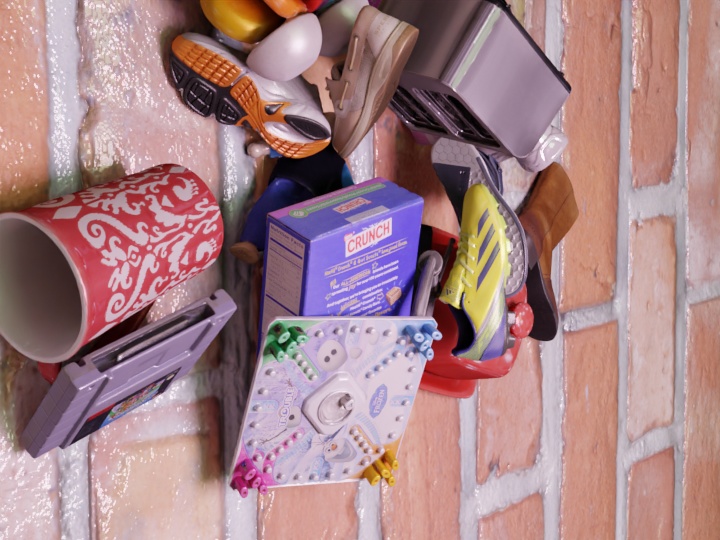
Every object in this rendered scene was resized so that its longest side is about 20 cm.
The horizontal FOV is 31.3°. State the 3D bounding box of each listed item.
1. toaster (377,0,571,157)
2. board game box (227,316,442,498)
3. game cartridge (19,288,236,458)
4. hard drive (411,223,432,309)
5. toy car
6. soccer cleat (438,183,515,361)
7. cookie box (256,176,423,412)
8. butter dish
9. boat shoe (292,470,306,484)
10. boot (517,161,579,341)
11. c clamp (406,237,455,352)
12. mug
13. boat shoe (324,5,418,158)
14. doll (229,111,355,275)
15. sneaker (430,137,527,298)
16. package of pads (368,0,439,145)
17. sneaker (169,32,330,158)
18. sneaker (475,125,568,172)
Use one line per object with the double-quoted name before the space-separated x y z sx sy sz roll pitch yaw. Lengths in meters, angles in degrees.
"toaster" 0.105 -0.223 1.396 0.200 0.180 0.120 40 76 -43
"board game box" -0.024 0.142 1.320 0.198 0.026 0.202 1 117 -31
"game cartridge" -0.211 0.095 1.179 0.038 0.130 0.199 47 42 14
"hard drive" 0.000 0.000 1.477 0.198 0.033 0.142 13 82 -42
"toy car" -0.065 -0.301 1.268 0.176 0.150 0.199 54 43 2
"soccer cleat" 0.128 0.005 1.451 0.082 0.065 0.203 -7 99 -9
"cookie box" -0.022 0.022 1.345 0.170 0.075 0.203 -21 128 -42
"butter dish" 0.148 0.057 1.602 0.199 0.146 0.202 20 76 -50
"boat shoe" -0.049 0.151 1.429 0.071 0.062 0.201 55 51 -35
"boot" 0.264 -0.026 1.830 0.190 0.068 0.201 61 41 -24
"c clamp" 0.073 0.030 1.441 0.200 0.027 0.173 53 52 -81
"mug" -0.236 -0.005 1.161 0.134 0.178 0.199 47 39 9
"boat shoe" -0.001 -0.193 1.315 0.072 0.065 0.201 -56 176 -33
"doll" -0.068 -0.091 1.380 0.136 0.048 0.202 34 66 -13
"sneaker" 0.154 -0.063 1.556 0.146 0.076 0.205 15 54 -78
"package of pads" 0.075 -0.261 1.543 0.201 0.075 0.121 56 52 -37
"sneaker" -0.116 -0.195 1.326 0.199 0.075 0.093 31 38 -37
"sneaker" 0.177 -0.186 1.596 0.078 0.199 0.100 -46 113 -13
